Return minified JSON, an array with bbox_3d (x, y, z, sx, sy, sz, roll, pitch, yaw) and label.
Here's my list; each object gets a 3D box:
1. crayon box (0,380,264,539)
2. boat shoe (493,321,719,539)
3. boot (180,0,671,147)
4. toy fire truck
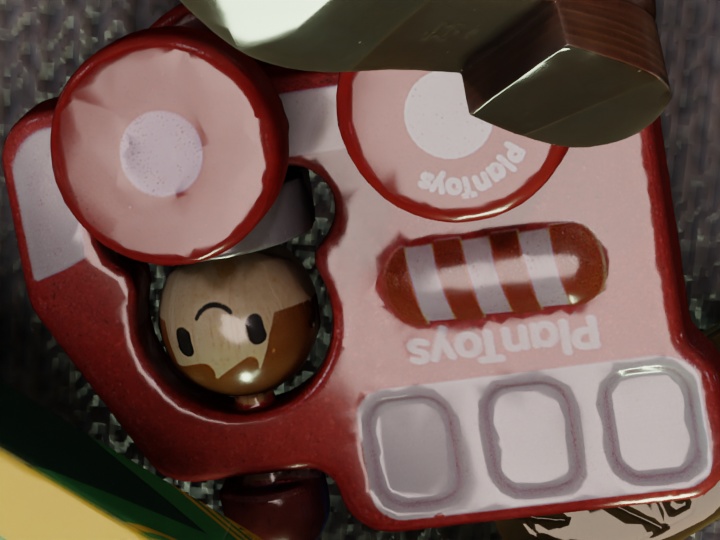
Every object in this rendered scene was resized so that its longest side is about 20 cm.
[{"bbox_3d":[-0.116,0.141,0.839,0.172,0.058,0.200,31,101,-3],"label":"crayon box"},{"bbox_3d":[0.136,0.039,0.926,0.200,0.063,0.073,-25,89,8],"label":"boat shoe"},{"bbox_3d":[-0.001,-0.143,0.770,0.064,0.200,0.186,-28,146,30],"label":"boot"},{"bbox_3d":[0.000,0.000,0.879,0.200,0.112,0.168,-9,100,10],"label":"toy fire truck"}]
